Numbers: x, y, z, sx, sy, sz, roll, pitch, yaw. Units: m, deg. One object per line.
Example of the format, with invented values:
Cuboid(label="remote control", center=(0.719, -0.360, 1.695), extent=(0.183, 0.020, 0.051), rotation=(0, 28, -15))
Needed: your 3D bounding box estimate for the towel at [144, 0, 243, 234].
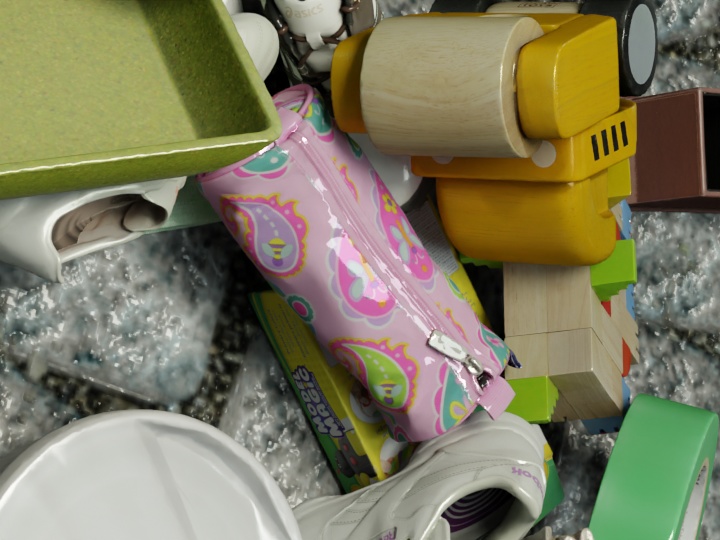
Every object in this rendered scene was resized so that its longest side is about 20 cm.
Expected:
Cuboid(label="towel", center=(-0.120, -0.119, 1.284), extent=(0.152, 0.023, 0.201), rotation=(-12, 93, -36))

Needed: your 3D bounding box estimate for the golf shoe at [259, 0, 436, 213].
Cuboid(label="golf shoe", center=(-0.018, -0.121, 1.306), extent=(0.094, 0.077, 0.201), rotation=(-25, 95, -73))

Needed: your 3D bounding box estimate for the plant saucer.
Cuboid(label="plant saucer", center=(-0.161, -0.101, 1.167), extent=(0.199, 0.048, 0.200), rotation=(-9, 47, -20))

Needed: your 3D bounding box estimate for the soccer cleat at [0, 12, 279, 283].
Cuboid(label="soccer cleat", center=(-0.106, -0.060, 1.223), extent=(0.200, 0.077, 0.069), rotation=(-37, 150, -28))

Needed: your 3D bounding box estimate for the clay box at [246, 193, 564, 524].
Cuboid(label="clay box", center=(0.030, 0.072, 1.362), extent=(0.115, 0.048, 0.201), rotation=(-34, 106, -32))

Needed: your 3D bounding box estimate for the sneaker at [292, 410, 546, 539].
Cuboid(label="sneaker", center=(0.013, 0.151, 1.277), extent=(0.200, 0.100, 0.075), rotation=(-38, 109, 9))

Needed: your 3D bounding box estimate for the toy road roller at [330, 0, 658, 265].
Cuboid(label="toy road roller", center=(0.078, -0.067, 1.270), extent=(0.200, 0.122, 0.147), rotation=(-26, 115, -61))

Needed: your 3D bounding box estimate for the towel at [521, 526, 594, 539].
Cuboid(label="towel", center=(0.084, 0.218, 1.295), extent=(0.034, 0.200, 0.133), rotation=(9, 67, -10))

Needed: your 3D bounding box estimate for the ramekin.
Cuboid(label="ramekin", center=(-0.130, 0.170, 1.214), extent=(0.202, 0.094, 0.203), rotation=(3, 85, -35))

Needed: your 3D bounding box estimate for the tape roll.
Cuboid(label="tape roll", center=(0.156, 0.172, 1.370), extent=(0.200, 0.048, 0.201), rotation=(15, 90, -78))

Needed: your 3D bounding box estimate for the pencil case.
Cuboid(label="pencil case", center=(0.000, 0.000, 1.270), extent=(0.087, 0.087, 0.200), rotation=(-46, 108, -28))

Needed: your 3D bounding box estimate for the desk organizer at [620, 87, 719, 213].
Cuboid(label="desk organizer", center=(0.258, -0.073, 1.517), extent=(0.199, 0.077, 0.072), rotation=(0, 87, -36))

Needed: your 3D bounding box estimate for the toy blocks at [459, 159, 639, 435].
Cuboid(label="toy blocks", center=(0.123, 0.014, 1.398), extent=(0.137, 0.099, 0.201), rotation=(51, 35, -60))
